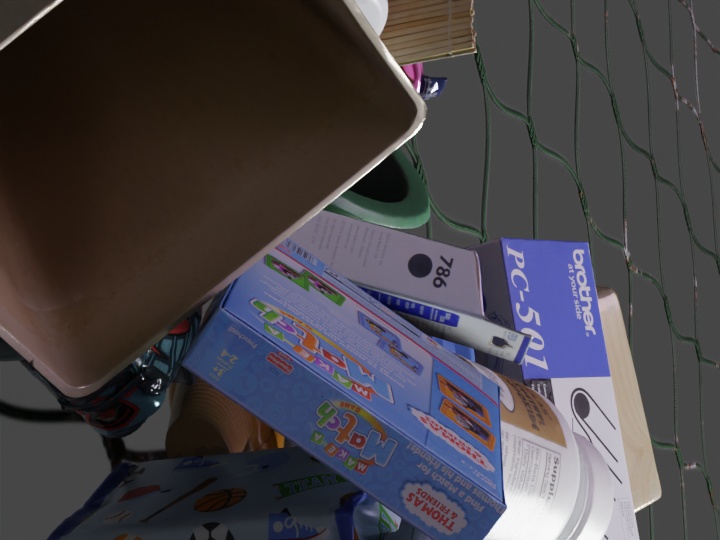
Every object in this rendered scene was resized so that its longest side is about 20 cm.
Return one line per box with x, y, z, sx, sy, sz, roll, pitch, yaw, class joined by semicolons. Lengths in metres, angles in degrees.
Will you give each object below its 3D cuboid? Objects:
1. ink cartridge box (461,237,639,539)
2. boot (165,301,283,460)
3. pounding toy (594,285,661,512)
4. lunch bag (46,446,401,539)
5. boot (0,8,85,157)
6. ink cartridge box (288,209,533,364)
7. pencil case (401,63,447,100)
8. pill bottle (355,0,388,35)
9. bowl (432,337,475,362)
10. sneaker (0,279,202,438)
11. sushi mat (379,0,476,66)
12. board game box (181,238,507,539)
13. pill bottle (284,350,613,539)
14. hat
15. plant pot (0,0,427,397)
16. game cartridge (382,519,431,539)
0.117;0.082;1.420;0.094;0.044;0.201;2;76;-47;ink cartridge box
-0.059;0.127;1.246;0.144;0.070;0.202;-72;152;-65;boot
0.105;0.123;1.548;0.142;0.184;0.201;-24;108;-31;pounding toy
-0.039;0.192;1.116;0.124;0.169;0.201;-44;122;-62;lunch bag
-0.128;-0.072;1.145;0.200;0.066;0.176;38;46;-65;boot
0.000;0.000;1.215;0.099;0.199;0.039;95;13;-79;ink cartridge box
-0.024;-0.161;1.344;0.200;0.090;0.094;62;-41;46;pencil case
-0.073;-0.198;1.216;0.200;0.114;0.114;64;12;24;pill bottle
0.037;0.088;1.438;0.201;0.039;0.202;179;-90;-79;bowl
-0.120;0.035;1.093;0.200;0.079;0.096;-15;99;-70;sneaker
-0.030;-0.149;1.256;0.012;0.199;0.096;35;49;-62;sushi mat
-0.002;0.049;1.047;0.151;0.037;0.200;35;10;-4;board game box
0.058;0.111;1.259;0.200;0.114;0.115;26;56;-52;pill bottle
-0.066;-0.015;1.366;0.200;0.176;0.166;38;21;1;hat
-0.125;-0.104;0.945;0.177;0.200;0.200;52;0;36;plant pot
0.052;0.217;1.066;0.200;0.040;0.134;57;41;-45;game cartridge
